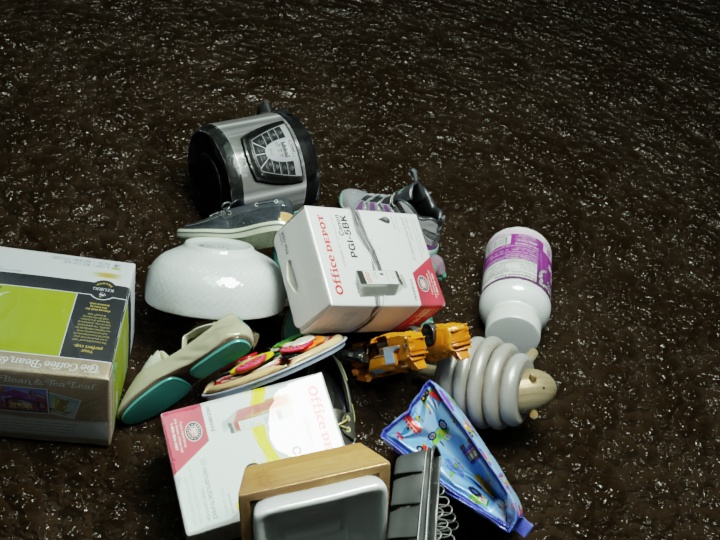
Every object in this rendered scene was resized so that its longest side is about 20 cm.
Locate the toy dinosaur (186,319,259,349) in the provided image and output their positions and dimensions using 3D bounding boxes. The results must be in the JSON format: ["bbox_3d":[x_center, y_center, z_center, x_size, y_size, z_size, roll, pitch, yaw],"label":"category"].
[{"bbox_3d":[-0.192,0.079,1.149,0.100,0.059,0.200,4,34,39],"label":"toy dinosaur"}]

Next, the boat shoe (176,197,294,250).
[{"bbox_3d":[-0.180,-0.066,1.228,0.197,0.075,0.063,-7,67,24],"label":"boat shoe"}]

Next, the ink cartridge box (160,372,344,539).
[{"bbox_3d":[-0.119,0.219,0.977,0.197,0.084,0.147,-13,63,-16],"label":"ink cartridge box"}]

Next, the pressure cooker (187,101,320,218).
[{"bbox_3d":[-0.158,-0.164,1.347,0.198,0.178,0.179,-16,43,-31],"label":"pressure cooker"}]

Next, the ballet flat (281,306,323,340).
[{"bbox_3d":[-0.051,0.029,1.234,0.067,0.075,0.202,29,82,0],"label":"ballet flat"}]

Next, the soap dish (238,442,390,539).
[{"bbox_3d":[-0.050,0.280,0.890,0.155,0.202,0.081,-9,34,-15],"label":"soap dish"}]

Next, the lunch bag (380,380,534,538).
[{"bbox_3d":[0.134,0.242,1.024,0.200,0.151,0.094,43,87,18],"label":"lunch bag"}]

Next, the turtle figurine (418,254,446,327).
[{"bbox_3d":[0.056,0.031,1.268,0.149,0.101,0.200,31,36,7],"label":"turtle figurine"}]

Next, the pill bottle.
[{"bbox_3d":[0.242,0.034,1.306,0.111,0.113,0.201,16,43,0],"label":"pill bottle"}]

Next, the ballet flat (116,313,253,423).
[{"bbox_3d":[-0.225,0.119,1.059,0.198,0.070,0.070,-31,52,0],"label":"ballet flat"}]

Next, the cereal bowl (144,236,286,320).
[{"bbox_3d":[-0.197,0.004,1.159,0.197,0.085,0.200,7,12,-1],"label":"cereal bowl"}]

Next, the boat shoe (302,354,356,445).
[{"bbox_3d":[-0.042,0.195,1.087,0.071,0.061,0.203,1,44,-16],"label":"boat shoe"}]

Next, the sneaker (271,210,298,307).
[{"bbox_3d":[-0.079,-0.047,1.286,0.083,0.122,0.201,24,43,10],"label":"sneaker"}]

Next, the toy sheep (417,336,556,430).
[{"bbox_3d":[0.172,0.152,1.154,0.198,0.139,0.138,2,34,30],"label":"toy sheep"}]

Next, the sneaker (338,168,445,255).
[{"bbox_3d":[0.058,-0.116,1.385,0.199,0.141,0.078,32,45,16],"label":"sneaker"}]

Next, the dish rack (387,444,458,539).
[{"bbox_3d":[0.075,0.306,0.909,0.054,0.201,0.155,-7,41,17],"label":"dish rack"}]

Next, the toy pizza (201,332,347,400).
[{"bbox_3d":[-0.112,0.114,1.071,0.199,0.199,0.032,-22,91,-34],"label":"toy pizza"}]

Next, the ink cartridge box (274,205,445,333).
[{"bbox_3d":[0.000,0.000,1.123,0.198,0.083,0.149,1,63,-39],"label":"ink cartridge box"}]

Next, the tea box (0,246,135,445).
[{"bbox_3d":[-0.392,0.091,1.037,0.197,0.135,0.198,8,42,-9],"label":"tea box"}]

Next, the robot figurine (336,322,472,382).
[{"bbox_3d":[0.054,0.111,1.132,0.143,0.199,0.059,-8,81,-29],"label":"robot figurine"}]
